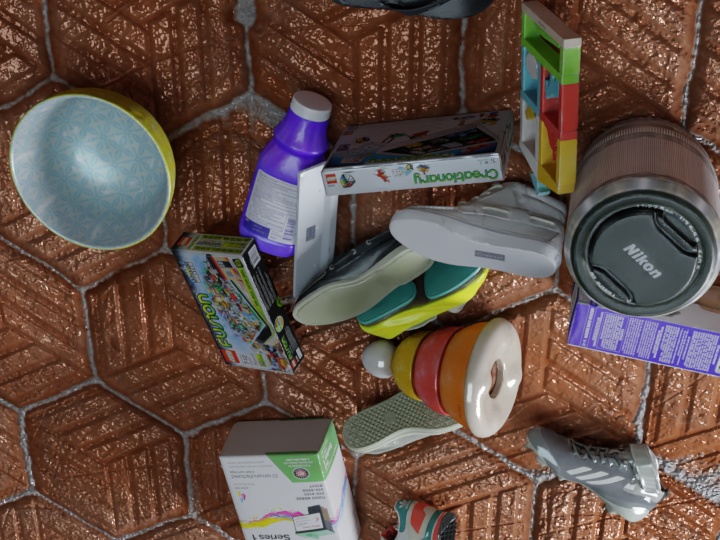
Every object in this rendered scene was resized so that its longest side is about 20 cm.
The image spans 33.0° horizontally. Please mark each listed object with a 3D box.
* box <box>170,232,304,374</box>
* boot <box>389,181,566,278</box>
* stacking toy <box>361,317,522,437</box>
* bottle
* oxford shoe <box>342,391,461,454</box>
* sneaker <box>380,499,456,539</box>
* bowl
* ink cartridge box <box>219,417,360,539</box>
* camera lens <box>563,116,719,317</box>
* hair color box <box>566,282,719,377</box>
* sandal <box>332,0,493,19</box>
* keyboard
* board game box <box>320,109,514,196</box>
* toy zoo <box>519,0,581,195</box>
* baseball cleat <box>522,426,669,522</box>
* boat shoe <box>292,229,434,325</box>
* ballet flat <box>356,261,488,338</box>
[{"bbox_3d":[-0.151,0.042,1.520,0.109,0.035,0.201,5,134,30],"label":"box"},{"bbox_3d":[0.138,-0.059,1.400,0.199,0.096,0.074,14,148,3],"label":"boot"},{"bbox_3d":[0.089,0.118,1.509,0.199,0.146,0.147,10,123,28],"label":"stacking toy"},{"bbox_3d":[-0.083,-0.114,1.433,0.083,0.065,0.201,19,122,-1],"label":"bottle"},{"bbox_3d":[0.073,0.189,1.581,0.199,0.076,0.058,-22,154,15],"label":"oxford shoe"},{"bbox_3d":[0.074,0.401,1.703,0.093,0.070,0.201,22,126,22],"label":"sneaker"},{"bbox_3d":[-0.304,-0.137,1.449,0.199,0.108,0.201,6,121,10],"label":"bowl"},{"bbox_3d":[-0.094,0.308,1.670,0.144,0.084,0.201,-4,119,16],"label":"ink cartridge box"},{"bbox_3d":[0.301,-0.059,1.292,0.159,0.200,0.161,6,121,10],"label":"camera lens"},{"bbox_3d":[0.344,0.055,1.401,0.199,0.109,0.065,13,121,6],"label":"hair color box"},{"bbox_3d":[0.055,-0.303,1.303,0.199,0.043,0.077,1,120,13],"label":"sandal"},{"bbox_3d":[-0.054,-0.048,1.453,0.056,0.011,0.201,-19,138,-23],"label":"keyboard"},{"bbox_3d":[0.066,-0.132,1.351,0.199,0.126,0.035,-4,118,16],"label":"board game box"},{"bbox_3d":[0.199,-0.171,1.295,0.020,0.131,0.201,-8,119,-9],"label":"toy zoo"},{"bbox_3d":[0.308,0.240,1.552,0.199,0.070,0.106,35,115,-18],"label":"baseball cleat"},{"bbox_3d":[-0.001,-0.001,1.480,0.199,0.066,0.074,-33,137,26],"label":"boat shoe"},{"bbox_3d":[0.087,0.033,1.487,0.199,0.067,0.067,-27,132,28],"label":"ballet flat"}]
